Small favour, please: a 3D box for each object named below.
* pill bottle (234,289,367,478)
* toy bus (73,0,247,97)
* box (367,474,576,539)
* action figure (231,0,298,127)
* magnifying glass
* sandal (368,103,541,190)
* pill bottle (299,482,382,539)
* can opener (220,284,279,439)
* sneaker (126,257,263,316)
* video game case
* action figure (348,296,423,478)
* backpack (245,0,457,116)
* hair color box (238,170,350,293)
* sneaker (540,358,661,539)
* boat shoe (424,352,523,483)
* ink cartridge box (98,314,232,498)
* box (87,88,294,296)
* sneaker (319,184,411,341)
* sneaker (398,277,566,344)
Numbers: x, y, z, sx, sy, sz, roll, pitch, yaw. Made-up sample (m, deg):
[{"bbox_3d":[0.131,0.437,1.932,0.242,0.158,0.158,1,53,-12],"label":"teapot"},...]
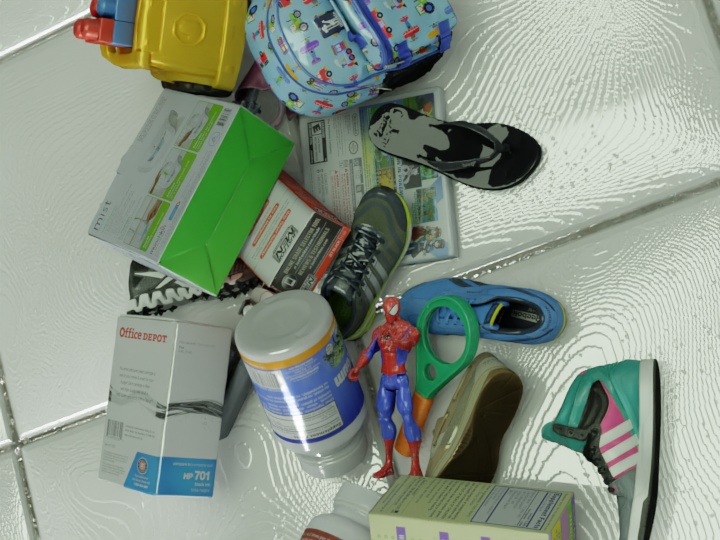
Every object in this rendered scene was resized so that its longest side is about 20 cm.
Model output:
[{"bbox_3d":[-0.057,0.131,1.563,0.111,0.201,0.112,-14,34,10],"label":"pill bottle"},{"bbox_3d":[-0.245,-0.281,1.660,0.200,0.191,0.137,-164,79,-64],"label":"toy bus"},{"bbox_3d":[0.122,0.321,1.485,0.199,0.097,0.177,2,109,25],"label":"box"},{"bbox_3d":[-0.080,-0.277,1.690,0.133,0.149,0.201,9,67,-15],"label":"action figure"},{"bbox_3d":[0.078,0.119,1.564,0.080,0.022,0.201,38,119,36],"label":"magnifying glass"},{"bbox_3d":[0.103,-0.139,1.587,0.199,0.043,0.077,12,84,11],"label":"sandal"},{"bbox_3d":[-0.029,0.340,1.547,0.112,0.112,0.201,19,68,24],"label":"pill bottle"},{"bbox_3d":[-0.136,0.109,1.679,0.053,0.066,0.201,34,106,25],"label":"can opener"},{"bbox_3d":[-0.203,-0.003,1.712,0.199,0.066,0.091,-14,81,24],"label":"sneaker"},{"bbox_3d":[0.019,-0.101,1.651,0.181,0.022,0.201,-8,80,22],"label":"video game case"},{"bbox_3d":[0.027,0.131,1.535,0.065,0.099,0.202,0,92,29],"label":"action figure"},{"bbox_3d":[-0.019,-0.275,1.570,0.199,0.135,0.183,-26,88,-18],"label":"backpack"},{"bbox_3d":[-0.102,-0.055,1.631,0.102,0.061,0.200,-57,38,9],"label":"hair color box"},{"bbox_3d":[0.250,0.191,1.481,0.120,0.084,0.201,1,77,19],"label":"sneaker"},{"bbox_3d":[0.113,0.187,1.559,0.065,0.072,0.201,47,119,57],"label":"boat shoe"},{"bbox_3d":[-0.232,0.159,1.668,0.146,0.085,0.201,2,83,53],"label":"ink cartridge box"},{"bbox_3d":[-0.200,-0.095,1.629,0.176,0.097,0.201,18,79,51],"label":"box"},{"bbox_3d":[0.000,0.000,1.592,0.074,0.081,0.201,23,111,13],"label":"sneaker"},{"bbox_3d":[0.125,0.042,1.559,0.199,0.078,0.066,6,88,25],"label":"sneaker"}]
